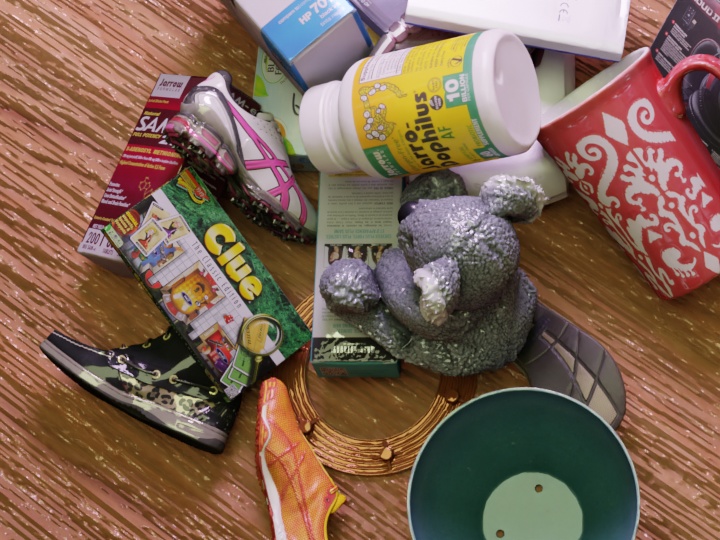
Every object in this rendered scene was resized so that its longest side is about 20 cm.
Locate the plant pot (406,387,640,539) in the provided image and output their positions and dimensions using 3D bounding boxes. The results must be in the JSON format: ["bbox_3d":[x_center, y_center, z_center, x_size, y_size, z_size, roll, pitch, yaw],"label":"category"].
[{"bbox_3d":[0.148,0.215,1.643,0.200,0.135,0.200,-2,75,8],"label":"plant pot"}]

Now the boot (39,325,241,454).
[{"bbox_3d":[-0.188,0.068,1.774,0.203,0.073,0.154,27,79,9],"label":"boot"}]

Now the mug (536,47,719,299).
[{"bbox_3d":[0.272,-0.088,1.665,0.133,0.177,0.200,-39,98,-31],"label":"mug"}]

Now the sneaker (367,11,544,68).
[{"bbox_3d":[0.101,-0.206,1.726,0.200,0.076,0.116,-42,73,-3],"label":"sneaker"}]

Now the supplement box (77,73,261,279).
[{"bbox_3d":[-0.186,-0.089,1.797,0.109,0.061,0.200,10,73,49],"label":"supplement box"}]

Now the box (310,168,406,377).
[{"bbox_3d":[0.000,0.000,1.753,0.082,0.049,0.200,0,70,7],"label":"box"}]

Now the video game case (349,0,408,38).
[{"bbox_3d":[0.061,-0.316,1.821,0.200,0.019,0.143,-32,59,-19],"label":"video game case"}]

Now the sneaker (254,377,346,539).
[{"bbox_3d":[-0.057,0.197,1.726,0.077,0.073,0.200,-11,81,-7],"label":"sneaker"}]

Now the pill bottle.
[{"bbox_3d":[0.050,-0.143,1.653,0.200,0.113,0.113,-9,72,29],"label":"pill bottle"}]

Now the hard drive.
[{"bbox_3d":[0.150,-0.271,1.705,0.200,0.025,0.132,11,71,1],"label":"hard drive"}]

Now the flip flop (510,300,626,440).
[{"bbox_3d":[0.174,0.081,1.722,0.081,0.058,0.200,-48,58,0],"label":"flip flop"}]

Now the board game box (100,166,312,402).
[{"bbox_3d":[-0.142,0.012,1.727,0.105,0.023,0.200,-38,95,-19],"label":"board game box"}]

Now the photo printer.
[{"bbox_3d":[0.124,-0.153,1.782,0.166,0.069,0.200,-1,75,9],"label":"photo printer"}]

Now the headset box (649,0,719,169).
[{"bbox_3d":[0.343,-0.181,1.682,0.075,0.200,0.149,-31,69,-32],"label":"headset box"}]

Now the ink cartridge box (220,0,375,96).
[{"bbox_3d":[-0.080,-0.260,1.750,0.086,0.146,0.200,-38,71,-1],"label":"ink cartridge box"}]

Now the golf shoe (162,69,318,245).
[{"bbox_3d":[-0.093,-0.103,1.752,0.073,0.200,0.092,12,62,50],"label":"golf shoe"}]

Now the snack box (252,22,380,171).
[{"bbox_3d":[-0.030,-0.199,1.829,0.142,0.053,0.200,2,75,11],"label":"snack box"}]

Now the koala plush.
[{"bbox_3d":[0.087,-0.006,1.624,0.184,0.200,0.177,42,70,6],"label":"koala plush"}]

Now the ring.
[{"bbox_3d":[0.011,0.096,1.760,0.200,0.019,0.201,-3,74,10],"label":"ring"}]
